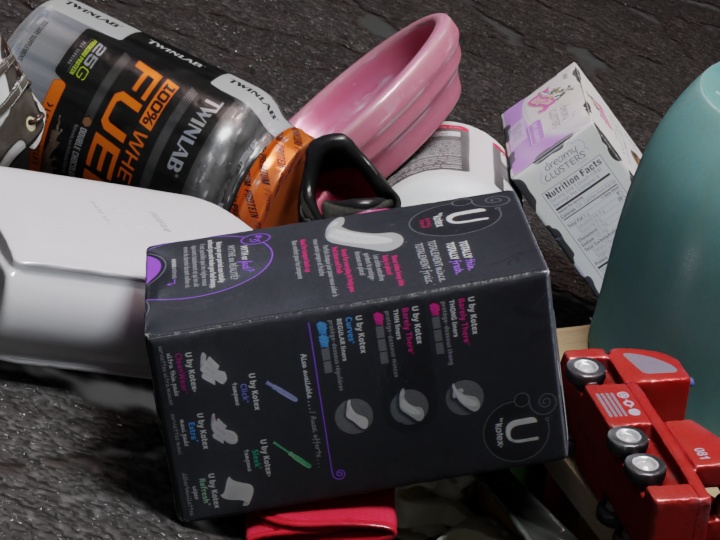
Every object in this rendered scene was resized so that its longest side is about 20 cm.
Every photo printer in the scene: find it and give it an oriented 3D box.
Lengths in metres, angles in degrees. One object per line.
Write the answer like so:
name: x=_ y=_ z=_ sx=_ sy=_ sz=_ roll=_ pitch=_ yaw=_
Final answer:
photo printer: x=-0.129 y=0.004 z=1.283 sx=0.199 sy=0.070 sz=0.166 roll=9 pitch=19 yaw=-27

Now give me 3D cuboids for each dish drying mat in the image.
dish drying mat: x=-0.022 y=0.094 z=1.208 sx=0.076 sy=0.018 sz=0.200 roll=-4 pitch=20 yaw=0

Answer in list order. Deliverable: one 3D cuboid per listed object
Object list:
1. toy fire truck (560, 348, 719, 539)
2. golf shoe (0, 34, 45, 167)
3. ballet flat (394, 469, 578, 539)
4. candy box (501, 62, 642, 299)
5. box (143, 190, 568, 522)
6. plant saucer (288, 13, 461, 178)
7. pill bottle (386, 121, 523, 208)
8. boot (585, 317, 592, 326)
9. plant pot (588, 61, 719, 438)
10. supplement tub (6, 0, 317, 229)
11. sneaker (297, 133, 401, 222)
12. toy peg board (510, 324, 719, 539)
toy fire truck: x=0.185 y=0.101 z=1.113 sx=0.140 sy=0.049 sz=0.200 roll=-2 pitch=28 yaw=-14
golf shoe: x=-0.223 y=-0.116 z=1.317 sx=0.094 sy=0.201 sz=0.078 roll=-3 pitch=40 yaw=-32
ballet flat: x=0.055 y=0.126 z=1.177 sx=0.068 sy=0.068 sz=0.200 roll=-3 pitch=29 yaw=-37
candy box: x=0.185 y=-0.031 z=1.618 sx=0.200 sy=0.071 sz=0.168 roll=53 pitch=13 yaw=-14
box: x=-0.004 y=0.041 z=1.158 sx=0.198 sy=0.107 sz=0.122 roll=-9 pitch=22 yaw=-1
plant saucer: x=-0.003 y=-0.095 z=1.578 sx=0.051 sy=0.200 sz=0.201 roll=49 pitch=14 yaw=-12
pill bottle: x=0.056 y=-0.023 z=1.531 sx=0.110 sy=0.111 sz=0.200 roll=20 pitch=18 yaw=-4
boot: x=0.124 y=0.058 z=1.356 sx=0.199 sy=0.097 sz=0.075 roll=-7 pitch=39 yaw=-31
plant pot: x=0.231 y=-0.020 z=1.226 sx=0.199 sy=0.162 sz=0.201 roll=5 pitch=29 yaw=-2
supplement tub: x=-0.133 y=-0.082 z=1.459 sx=0.199 sy=0.123 sz=0.122 roll=25 pitch=18 yaw=13
sneaker: x=0.000 y=0.000 z=1.373 sx=0.076 sy=0.084 sz=0.201 roll=-20 pitch=53 yaw=-6
toy peg board: x=0.183 y=0.117 z=1.237 sx=0.198 sy=0.099 sz=0.199 roll=-6 pitch=31 yaw=-20
